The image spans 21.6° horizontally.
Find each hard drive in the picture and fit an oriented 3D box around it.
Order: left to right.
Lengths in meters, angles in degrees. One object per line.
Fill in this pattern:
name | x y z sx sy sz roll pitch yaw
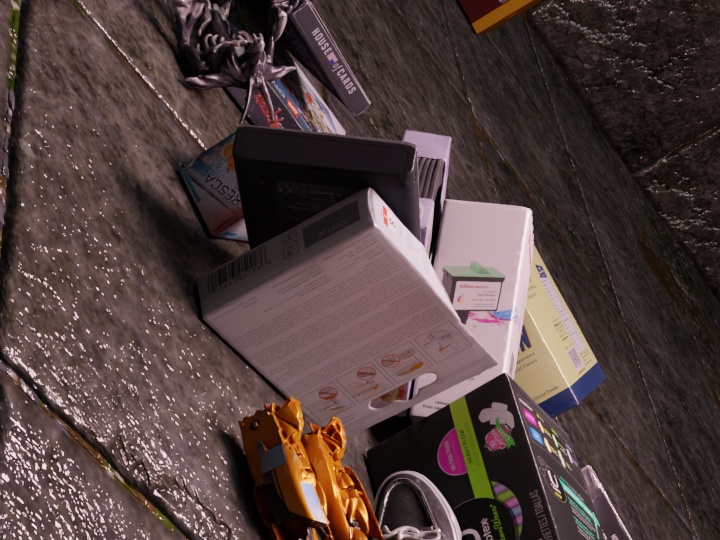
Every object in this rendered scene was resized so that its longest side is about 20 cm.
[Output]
hard drive | -0.022 -0.038 1.489 0.201 0.138 0.033 85 13 -58

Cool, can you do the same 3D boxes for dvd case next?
dvd case | -0.074 -0.249 1.835 0.200 0.025 0.151 48 -5 44

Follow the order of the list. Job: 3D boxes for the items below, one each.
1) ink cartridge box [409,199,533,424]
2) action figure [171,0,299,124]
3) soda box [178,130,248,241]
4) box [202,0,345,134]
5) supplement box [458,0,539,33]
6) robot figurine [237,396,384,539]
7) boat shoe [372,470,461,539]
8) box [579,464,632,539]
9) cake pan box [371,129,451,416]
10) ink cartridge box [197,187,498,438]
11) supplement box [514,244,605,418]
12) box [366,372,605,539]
ink cartridge box | 0.103 0.052 1.717 0.145 0.083 0.202 68 31 -75
action figure | -0.122 -0.234 1.698 0.118 0.102 0.201 -14 63 -29
soda box | -0.080 -0.067 1.621 0.069 0.063 0.200 63 15 11
box | -0.081 -0.171 1.852 0.201 0.037 0.137 53 17 -26
supplement box | 0.243 -0.546 3.265 0.201 0.196 0.133 60 15 0
robot figurine | -0.020 0.195 1.347 0.145 0.058 0.201 29 34 -60
boat shoe | 0.039 0.228 1.453 0.068 0.073 0.201 65 17 -46
box | 0.215 0.268 1.843 0.159 0.049 0.200 61 -11 1
cake pan box | 0.039 -0.004 1.676 0.185 0.052 0.202 -75 172 -61
ink cartridge box | -0.006 0.038 1.478 0.200 0.161 0.050 45 25 -43
supplement box | 0.135 0.065 1.935 0.201 0.133 0.200 61 15 4
box | 0.112 0.218 1.559 0.124 0.148 0.201 43 23 -44
